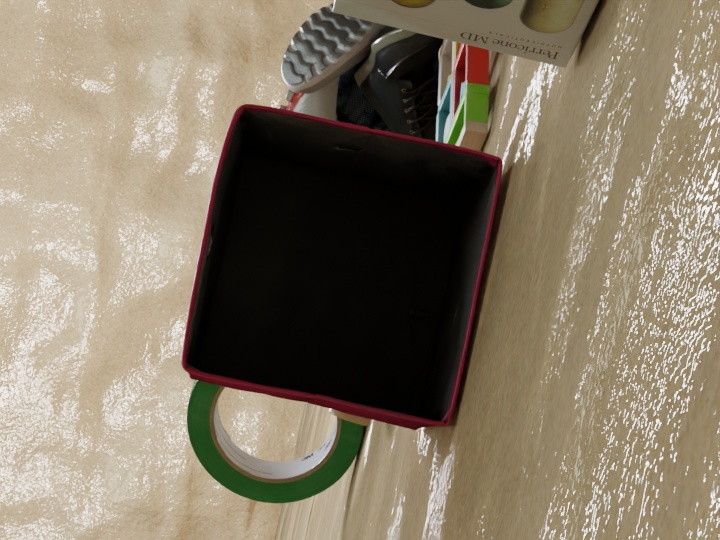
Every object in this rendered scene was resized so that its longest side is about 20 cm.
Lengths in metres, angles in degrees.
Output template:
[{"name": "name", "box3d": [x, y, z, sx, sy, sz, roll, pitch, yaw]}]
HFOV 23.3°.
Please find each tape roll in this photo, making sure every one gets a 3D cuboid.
[{"name": "tape roll", "box3d": [-0.095, 0.162, 1.965, 0.048, 0.199, 0.201, -85, 9, -70]}]

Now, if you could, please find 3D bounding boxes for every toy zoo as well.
[{"name": "toy zoo", "box3d": [0.089, -0.170, 1.513, 0.131, 0.020, 0.201, 110, 166, -61]}]

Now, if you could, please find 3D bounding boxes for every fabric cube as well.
[{"name": "fabric cube", "box3d": [-0.019, 0.004, 1.302, 0.199, 0.199, 0.197, 130, 152, -84]}]

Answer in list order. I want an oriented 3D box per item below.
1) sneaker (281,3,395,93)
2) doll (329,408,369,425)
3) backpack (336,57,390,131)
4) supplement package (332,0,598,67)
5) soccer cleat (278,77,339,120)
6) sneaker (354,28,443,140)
[{"name": "sneaker", "box3d": [0.012, -0.235, 1.741, 0.075, 0.200, 0.082, 49, 175, 39]}, {"name": "doll", "box3d": [0.024, 0.049, 1.698, 0.136, 0.048, 0.201, -33, -38, -80]}, {"name": "backpack", "box3d": [-0.001, -0.161, 1.903, 0.200, 0.147, 0.183, -53, 7, 10]}, {"name": "supplement package", "box3d": [0.081, -0.244, 0.987, 0.200, 0.151, 0.151, 110, 172, -63]}, {"name": "soccer cleat", "box3d": [-0.049, -0.141, 1.784, 0.201, 0.085, 0.069, -65, 8, -10]}, {"name": "sneaker", "box3d": [0.061, -0.179, 1.676, 0.107, 0.075, 0.200, 59, 167, 3]}]
